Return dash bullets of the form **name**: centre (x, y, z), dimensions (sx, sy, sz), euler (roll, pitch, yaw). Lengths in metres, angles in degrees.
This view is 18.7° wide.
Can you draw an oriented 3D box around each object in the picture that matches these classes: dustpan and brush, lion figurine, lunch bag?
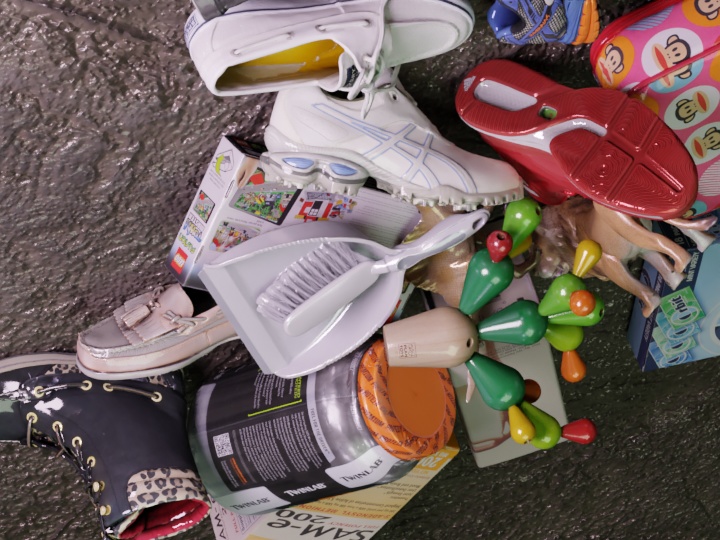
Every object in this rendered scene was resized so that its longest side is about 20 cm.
- **dustpan and brush**: centre (0.000, 0.000, 1.591), dimensions (0.200, 0.057, 0.140), euler (-34, 135, -3)
- **lion figurine**: centre (0.197, -0.034, 1.660), dimensions (0.072, 0.122, 0.200), euler (-43, 171, -25)
- **lunch bag**: centre (0.275, -0.133, 1.621), dimensions (0.176, 0.082, 0.200), euler (-25, 144, 7)

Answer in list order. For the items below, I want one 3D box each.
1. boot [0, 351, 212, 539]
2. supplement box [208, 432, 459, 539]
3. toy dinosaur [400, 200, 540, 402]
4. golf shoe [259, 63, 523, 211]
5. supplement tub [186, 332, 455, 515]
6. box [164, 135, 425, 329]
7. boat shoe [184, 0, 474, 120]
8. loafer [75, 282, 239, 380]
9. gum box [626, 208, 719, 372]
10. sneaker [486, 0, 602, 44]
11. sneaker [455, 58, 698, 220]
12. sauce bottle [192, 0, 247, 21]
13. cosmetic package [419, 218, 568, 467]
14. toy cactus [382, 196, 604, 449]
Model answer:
- **boot**: centre (-0.221, 0.140, 1.685), dimensions (0.203, 0.154, 0.074), euler (-10, 144, -14)
- **supplement box**: centre (-0.026, 0.177, 1.899), dimensions (0.126, 0.074, 0.200), euler (12, 134, -36)
- **toy dinosaur**: centre (0.079, -0.009, 1.656), dimensions (0.101, 0.058, 0.200), euler (-24, 114, -8)
- **golf shoe**: centre (0.031, -0.094, 1.542), dimensions (0.200, 0.078, 0.097), euler (8, 92, -26)
- **supplement tub**: centre (-0.030, 0.118, 1.726), dimensions (0.200, 0.123, 0.123), euler (-18, 152, 39)
- **box**: centre (-0.036, -0.025, 1.625), dimensions (0.200, 0.035, 0.110), euler (14, 110, -38)
- **boat shoe**: centre (-0.011, -0.143, 1.466), dimensions (0.202, 0.086, 0.075), euler (-4, 142, -20)
- **loafer**: centre (-0.123, 0.027, 1.669), dimensions (0.200, 0.072, 0.063), euler (-14, 127, -19)
- **gum box**: centre (0.337, 0.002, 1.865), dimensions (0.200, 0.045, 0.170), euler (-12, 144, -12)
- **sneaker**: centre (0.112, -0.211, 1.450), dimensions (0.078, 0.075, 0.200), euler (-16, 143, 1)
- **sneaker**: centre (0.169, -0.079, 1.571), dimensions (0.078, 0.200, 0.116), euler (-52, 148, -4)
- **sauce bottle**: centre (-0.016, -0.216, 1.389), dimensions (0.200, 0.066, 0.066), euler (-23, 145, 8)
- **cosmetic package**: centre (0.108, 0.063, 1.787), dimensions (0.087, 0.103, 0.200), euler (-19, 143, 1)
- **toy cactus**: centre (0.101, 0.050, 1.612), dimensions (0.165, 0.102, 0.200), euler (-9, 121, -3)
